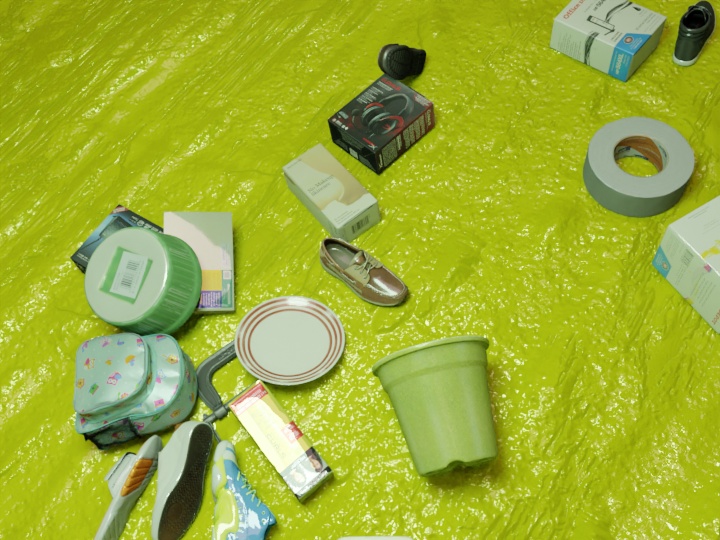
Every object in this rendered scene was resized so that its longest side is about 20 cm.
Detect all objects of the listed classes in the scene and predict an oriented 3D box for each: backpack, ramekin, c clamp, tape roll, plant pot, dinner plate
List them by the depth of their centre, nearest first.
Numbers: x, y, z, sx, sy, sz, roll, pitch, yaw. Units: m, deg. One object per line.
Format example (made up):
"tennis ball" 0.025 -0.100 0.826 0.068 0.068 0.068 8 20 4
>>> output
"plant pot" 0.133 0.225 1.162 0.199 0.201 0.186 -13 70 -1
"backpack" -0.390 0.195 1.256 0.198 0.154 0.177 -10 53 -4
"c clamp" -0.213 0.200 1.305 0.200 0.027 0.171 -40 57 -14
"ramekin" -0.396 0.018 1.308 0.198 0.098 0.202 -4 75 16
"dinner plate" -0.128 0.128 1.316 0.198 0.024 0.201 2 47 -3
"tape roll" 0.543 -0.205 1.424 0.199 0.066 0.202 -3 60 5

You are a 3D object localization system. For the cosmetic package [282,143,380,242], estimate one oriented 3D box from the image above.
"cosmetic package" -0.059 -0.155 1.467 0.105 0.071 0.200 -36 62 -14

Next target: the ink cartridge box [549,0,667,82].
"ink cartridge box" 0.544 -0.528 1.607 0.199 0.084 0.146 35 69 23

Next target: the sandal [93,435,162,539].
"sandal" -0.401 0.361 1.197 0.059 0.079 0.208 19 65 15

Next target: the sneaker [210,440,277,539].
"sneaker" -0.188 0.376 1.174 0.104 0.076 0.201 -1 66 -7

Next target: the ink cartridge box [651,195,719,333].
"ink cartridge box" 0.632 -0.002 1.255 0.125 0.129 0.201 -29 61 -10

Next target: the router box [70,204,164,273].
"router box" -0.451 -0.026 1.445 0.199 0.062 0.150 26 67 21

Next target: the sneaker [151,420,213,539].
"sneaker" -0.308 0.352 1.211 0.084 0.073 0.201 -5 60 41

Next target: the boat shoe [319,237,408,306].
"boat shoe" 0.000 0.000 1.366 0.199 0.072 0.076 27 66 21

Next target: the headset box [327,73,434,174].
"headset box" 0.053 -0.322 1.550 0.200 0.075 0.148 -41 61 -17

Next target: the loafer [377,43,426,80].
"loafer" 0.078 -0.459 1.589 0.071 0.200 0.074 20 108 20

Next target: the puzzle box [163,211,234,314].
"puzzle box" -0.311 -0.015 1.391 0.132 0.025 0.202 0 73 -14

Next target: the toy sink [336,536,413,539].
"toy sink" 0.017 0.481 1.052 0.129 0.112 0.201 -2 59 6

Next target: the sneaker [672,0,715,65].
"sneaker" 0.742 -0.550 1.586 0.070 0.099 0.201 21 63 20

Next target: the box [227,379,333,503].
"box" -0.133 0.283 1.210 0.075 0.050 0.200 -36 69 -15
